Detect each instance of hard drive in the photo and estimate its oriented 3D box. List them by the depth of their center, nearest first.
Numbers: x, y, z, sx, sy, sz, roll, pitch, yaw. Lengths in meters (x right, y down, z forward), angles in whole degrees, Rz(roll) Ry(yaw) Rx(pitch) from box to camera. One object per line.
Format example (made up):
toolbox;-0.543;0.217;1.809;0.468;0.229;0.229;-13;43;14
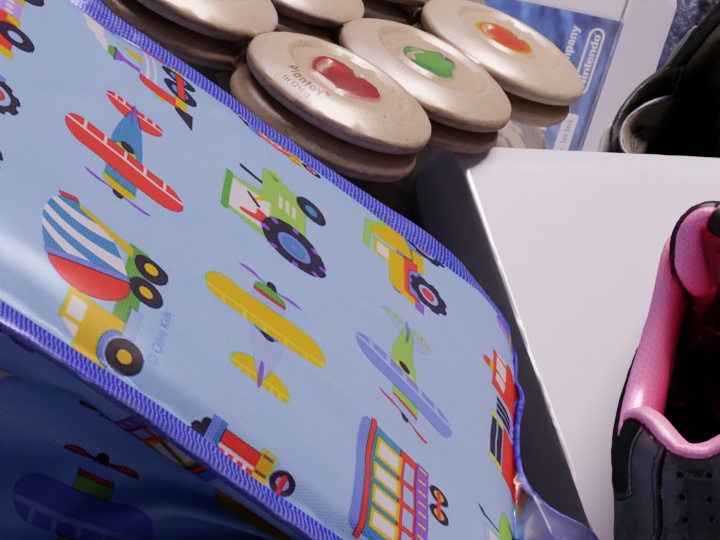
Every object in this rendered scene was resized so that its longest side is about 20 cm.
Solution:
hard drive;0.117;0.030;0.756;0.200;0.132;0.027;1;-31;-36

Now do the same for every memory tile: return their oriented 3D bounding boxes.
memory tile;-0.041;-0.091;0.744;0.200;0.017;0.153;36;23;18

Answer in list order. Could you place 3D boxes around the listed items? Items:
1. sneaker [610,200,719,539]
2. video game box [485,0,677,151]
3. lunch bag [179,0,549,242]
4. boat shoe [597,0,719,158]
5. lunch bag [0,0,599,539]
sneaker;0.096;0.015;0.646;0.079;0.095;0.200;-4;32;19
video game box;0.014;-0.041;1.138;0.182;0.200;0.047;14;-8;34
lunch bag;0.000;0.000;0.809;0.200;0.164;0.118;-2;-32;-49
boat shoe;0.106;-0.039;0.861;0.060;0.076;0.200;6;-32;-25
lunch bag;-0.038;0.019;0.584;0.200;0.094;0.151;25;26;-12
